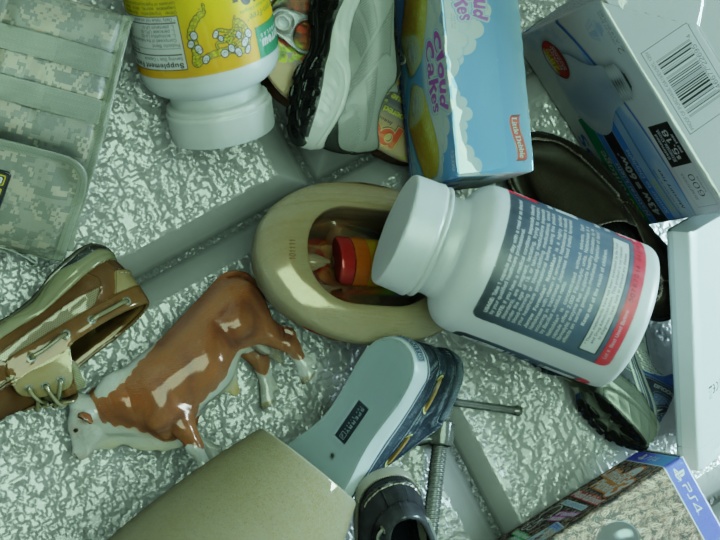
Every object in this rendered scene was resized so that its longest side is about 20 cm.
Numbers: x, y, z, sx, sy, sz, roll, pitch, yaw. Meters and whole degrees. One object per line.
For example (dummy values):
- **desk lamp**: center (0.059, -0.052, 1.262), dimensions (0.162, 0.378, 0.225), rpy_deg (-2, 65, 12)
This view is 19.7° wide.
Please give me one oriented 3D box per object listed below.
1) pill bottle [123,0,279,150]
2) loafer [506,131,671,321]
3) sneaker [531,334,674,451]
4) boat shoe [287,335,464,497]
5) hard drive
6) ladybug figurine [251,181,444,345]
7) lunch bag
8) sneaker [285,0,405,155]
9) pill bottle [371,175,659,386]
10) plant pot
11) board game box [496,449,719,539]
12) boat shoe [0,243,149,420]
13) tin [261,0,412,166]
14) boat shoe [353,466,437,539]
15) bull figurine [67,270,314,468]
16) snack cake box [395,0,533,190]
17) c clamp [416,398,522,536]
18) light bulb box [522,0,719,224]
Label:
- **pill bottle**: center (-0.125, -0.200, 1.606), dimensions (0.113, 0.113, 0.200), rpy_deg (-17, 113, -17)
- **loafer**: center (0.194, -0.042, 1.703), dimensions (0.200, 0.071, 0.073), rpy_deg (43, 99, 12)
- **sneaker**: center (0.190, 0.055, 1.730), dimensions (0.200, 0.077, 0.085), rpy_deg (50, 64, -15)
- **boat shoe**: center (0.005, 0.139, 1.644), dimensions (0.200, 0.091, 0.071), rpy_deg (-52, 59, 16)
- **hard drive**: center (0.293, 0.049, 1.712), dimensions (0.132, 0.027, 0.200), rpy_deg (-25, 116, -54)
- **ladybug figurine**: center (0.000, 0.000, 1.659), dimensions (0.200, 0.072, 0.136), rpy_deg (8, 67, -25)
- **lunch bag**: center (-0.279, -0.114, 1.574), dimensions (0.164, 0.118, 0.200), rpy_deg (15, 87, -15)
- **sneaker**: center (0.001, -0.188, 1.654), dimensions (0.079, 0.074, 0.200), rpy_deg (15, 88, -24)
- **pill bottle**: center (0.117, 0.002, 1.600), dimensions (0.200, 0.120, 0.120), rpy_deg (21, 80, -10)
- **plant pot**: center (-0.100, 0.224, 1.550), dimensions (0.187, 0.187, 0.200), rpy_deg (40, 83, -10)
- **board game box**: center (0.202, 0.265, 1.688), dimensions (0.200, 0.097, 0.160), rpy_deg (-31, 95, -11)
- **boat shoe**: center (-0.243, 0.068, 1.580), dimensions (0.074, 0.076, 0.200), rpy_deg (40, 75, 13)
- **tin**: center (0.004, -0.160, 1.702), dimensions (0.200, 0.042, 0.112), rpy_deg (29, 74, -13)
- **boat shoe**: center (0.033, 0.252, 1.626), dimensions (0.073, 0.063, 0.200), rpy_deg (-14, 120, -13)
- **bull figurine**: center (-0.134, 0.093, 1.627), dimensions (0.200, 0.065, 0.121), rpy_deg (-45, 102, -13)
- **snack cake box**: center (0.079, -0.168, 1.646), dimensions (0.067, 0.115, 0.200), rpy_deg (-4, 87, -17)
- **c clamp**: center (0.037, 0.189, 1.689), dimensions (0.171, 0.027, 0.200), rpy_deg (15, 81, -15)
- **light bulb box**: center (0.253, -0.153, 1.690), dimensions (0.125, 0.200, 0.198), rpy_deg (-34, 95, -15)
